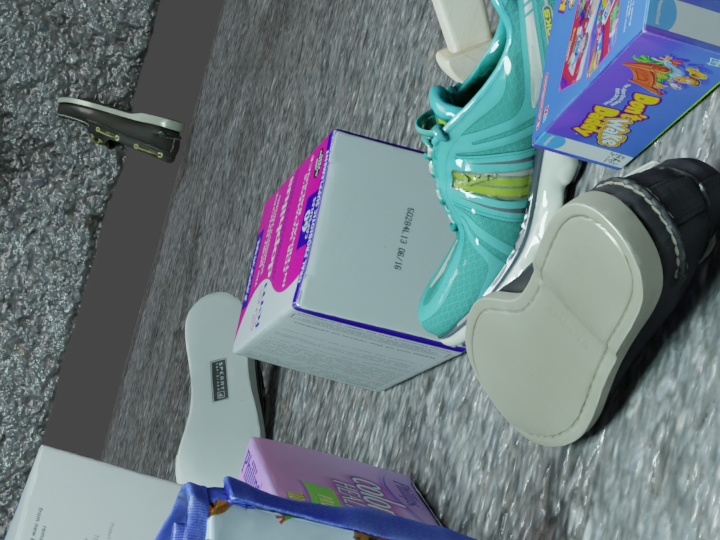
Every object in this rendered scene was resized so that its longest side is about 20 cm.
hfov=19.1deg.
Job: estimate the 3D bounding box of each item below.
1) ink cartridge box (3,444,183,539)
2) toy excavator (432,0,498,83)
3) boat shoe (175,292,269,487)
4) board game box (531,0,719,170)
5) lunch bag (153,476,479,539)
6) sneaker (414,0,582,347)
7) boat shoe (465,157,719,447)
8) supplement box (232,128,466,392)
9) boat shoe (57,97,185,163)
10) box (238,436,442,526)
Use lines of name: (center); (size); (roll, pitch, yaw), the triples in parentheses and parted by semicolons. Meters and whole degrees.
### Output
ink cartridge box: (-0.124, 0.222, 1.284); (0.147, 0.199, 0.145); (120, 164, -53)
toy excavator: (0.069, -0.224, 1.134); (0.200, 0.194, 0.100); (-45, 15, 5)
boat shoe: (-0.101, 0.118, 1.686); (0.064, 0.070, 0.201); (59, -153, -59)
board game box: (0.131, -0.161, 0.925); (0.134, 0.044, 0.201); (134, 149, -68)
lunch bag: (-0.022, 0.190, 0.895); (0.124, 0.169, 0.201); (-106, 33, -64)
sneaker: (0.063, -0.059, 1.040); (0.078, 0.079, 0.201); (-99, 26, -65)
boat shoe: (0.098, 0.014, 0.880); (0.063, 0.073, 0.200); (-33, -13, -23)
supplement box: (0.000, 0.000, 1.222); (0.200, 0.103, 0.102); (139, 144, -74)
boat shoe: (-0.340, -0.198, 2.980); (0.072, 0.200, 0.061); (4, -81, -66)
box: (-0.030, 0.210, 1.101); (0.176, 0.096, 0.201); (-131, 58, -77)
